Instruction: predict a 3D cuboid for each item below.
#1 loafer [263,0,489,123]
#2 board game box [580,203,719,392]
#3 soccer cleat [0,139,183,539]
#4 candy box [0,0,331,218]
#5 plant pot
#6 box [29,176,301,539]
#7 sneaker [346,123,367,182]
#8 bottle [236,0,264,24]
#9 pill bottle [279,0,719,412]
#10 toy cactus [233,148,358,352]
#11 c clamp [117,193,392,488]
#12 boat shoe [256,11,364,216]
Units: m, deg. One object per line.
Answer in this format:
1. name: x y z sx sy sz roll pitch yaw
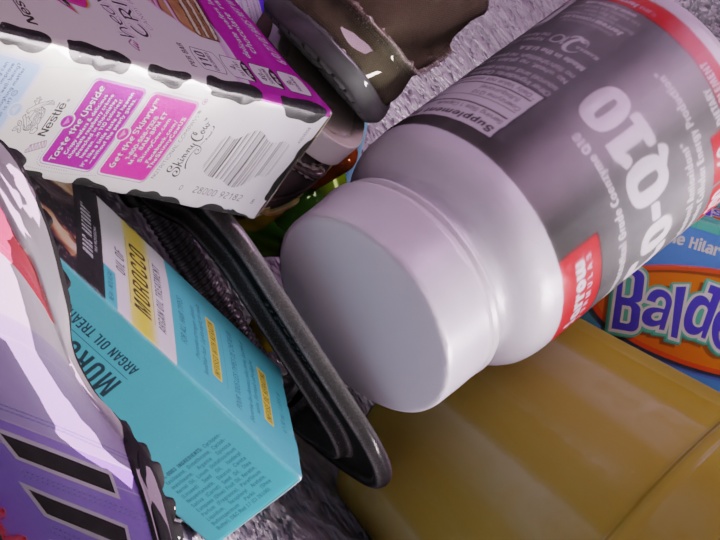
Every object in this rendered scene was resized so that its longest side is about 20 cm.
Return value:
1. loafer: 0.013 -0.121 1.113 0.075 0.070 0.200 47 17 -6
2. board game box: 0.171 0.070 1.237 0.151 0.201 0.045 17 19 12
3. soccer cleat: -0.119 0.054 0.855 0.073 0.068 0.201 -20 85 -31
4. candy box: -0.121 -0.096 0.969 0.200 0.061 0.136 8 35 -53
5. plant pot: 0.099 0.114 1.151 0.189 0.201 0.201 39 10 17
6. box: -0.107 0.014 0.990 0.200 0.049 0.082 45 16 -29
7. sneaker: -0.062 -0.121 1.416 0.079 0.130 0.201 -1 85 -33
8. bottle: -0.081 -0.125 1.183 0.084 0.065 0.200 66 19 -3
9. pill bottle: 0.068 -0.031 1.095 0.200 0.114 0.114 -37 89 -32
10. toy cactus: 0.000 0.000 1.244 0.165 0.102 0.200 40 9 -14
11. c clamp: -0.057 0.009 1.106 0.201 0.027 0.171 57 -17 -16
12. boat shoe: -0.030 -0.076 1.134 0.072 0.059 0.200 45 17 -10
